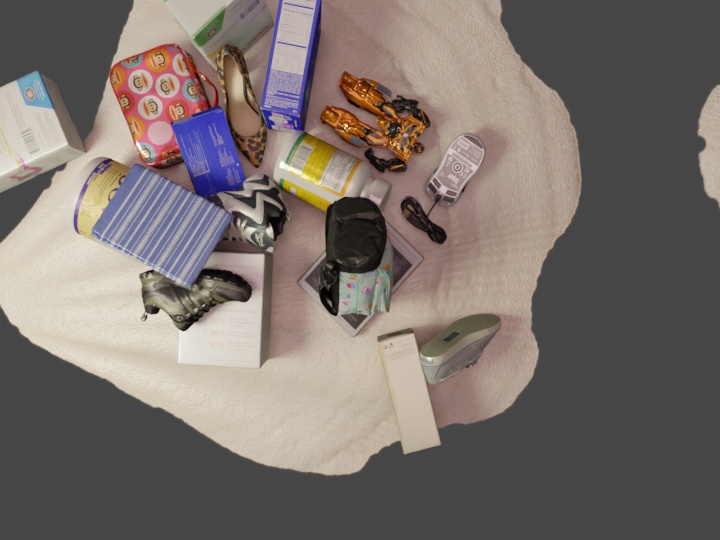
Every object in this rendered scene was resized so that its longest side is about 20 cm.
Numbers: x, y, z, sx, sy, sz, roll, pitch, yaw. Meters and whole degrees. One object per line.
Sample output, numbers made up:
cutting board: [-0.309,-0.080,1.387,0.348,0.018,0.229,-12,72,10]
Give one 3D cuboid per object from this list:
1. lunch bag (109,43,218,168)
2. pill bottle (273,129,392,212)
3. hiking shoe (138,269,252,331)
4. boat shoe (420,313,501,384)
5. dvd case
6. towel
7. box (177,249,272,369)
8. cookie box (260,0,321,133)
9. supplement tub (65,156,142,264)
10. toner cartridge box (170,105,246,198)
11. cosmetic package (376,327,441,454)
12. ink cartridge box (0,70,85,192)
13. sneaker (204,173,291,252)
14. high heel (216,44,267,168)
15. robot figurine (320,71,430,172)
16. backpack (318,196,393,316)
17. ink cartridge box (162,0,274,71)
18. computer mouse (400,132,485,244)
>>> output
lunch bag: [-0.344,-0.304,1.229,0.173,0.082,0.204,-20,90,0]
pill bottle: [-0.047,-0.160,1.208,0.197,0.113,0.115,26,90,6]
hiking shoe: [-0.276,0.051,1.138,0.195,0.076,0.103,5,100,10]
boat shoe: [0.182,0.141,1.217,0.199,0.069,0.073,-25,118,-35]
dvd case: [0.000,0.000,1.262,0.150,0.025,0.200,43,90,0]
towel: [-0.327,-0.075,1.110,0.197,0.024,0.147,28,75,5]
box: [-0.241,0.066,1.219,0.148,0.106,0.205,3,91,1]
cookie box: [-0.119,-0.359,1.187,0.073,0.171,0.205,10,90,-3]
supplement tub: [-0.400,-0.098,1.199,0.197,0.145,0.148,24,90,0]
toner cartridge box: [-0.260,-0.180,1.203,0.093,0.043,0.204,-20,115,-11]
cosmetic package: [0.086,0.214,1.224,0.071,0.104,0.205,-13,89,1]
ink cartridge box: [-0.631,-0.246,1.227,0.197,0.085,0.147,-24,90,-1]
sneaker: [-0.204,-0.070,1.152,0.197,0.080,0.130,-30,60,-25]
high heel: [-0.215,-0.290,1.199,0.070,0.143,0.205,-12,90,-1]
robot figurine: [0.032,-0.272,1.242,0.197,0.058,0.147,29,91,0]
backpack: [-0.004,-0.004,1.154,0.123,0.202,0.169,5,51,3]
ink cartridge box: [-0.239,-0.446,1.171,0.145,0.200,0.088,-43,87,1]
computer mouse: [0.163,-0.160,1.254,0.109,0.044,0.202,35,96,4]
